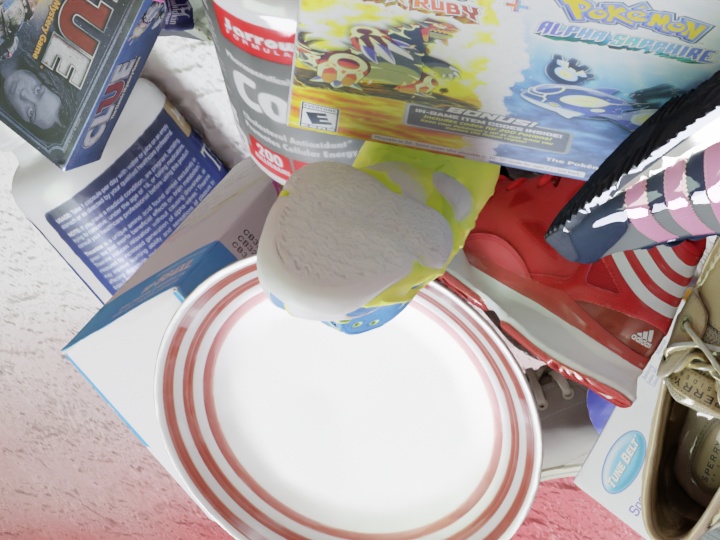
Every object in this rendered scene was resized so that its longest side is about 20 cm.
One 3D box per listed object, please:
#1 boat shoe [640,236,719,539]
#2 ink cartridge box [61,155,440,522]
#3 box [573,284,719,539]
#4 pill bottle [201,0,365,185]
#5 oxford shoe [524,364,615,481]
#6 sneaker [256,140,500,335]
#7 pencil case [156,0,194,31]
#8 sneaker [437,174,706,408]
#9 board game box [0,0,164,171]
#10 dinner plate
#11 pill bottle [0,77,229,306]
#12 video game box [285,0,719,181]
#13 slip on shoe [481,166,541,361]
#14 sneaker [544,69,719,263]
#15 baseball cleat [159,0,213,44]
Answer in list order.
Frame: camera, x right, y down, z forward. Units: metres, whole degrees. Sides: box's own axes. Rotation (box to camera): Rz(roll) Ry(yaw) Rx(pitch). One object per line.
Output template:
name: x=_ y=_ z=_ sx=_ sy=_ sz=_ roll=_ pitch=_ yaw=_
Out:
boat shoe: x=0.169 y=0.043 z=1.342 sx=0.072 sy=0.065 sz=0.201 roll=33 pitch=133 yaw=24
ink cartridge box: x=-0.034 y=0.011 z=1.602 sx=0.129 sy=0.200 sz=0.125 roll=48 pitch=143 yaw=-10
box: x=0.192 y=0.097 z=1.431 sx=0.200 sy=0.041 sz=0.120 roll=36 pitch=118 yaw=19
pill bottle: x=-0.017 y=-0.132 z=1.369 sx=0.114 sy=0.114 sz=0.200 roll=34 pitch=159 yaw=26
oxford shoe: x=0.093 y=0.073 z=1.531 sx=0.199 sy=0.075 sz=0.058 roll=-5 pitch=125 yaw=11
sneaker: x=0.000 y=0.000 z=1.319 sx=0.076 sy=0.200 sz=0.105 roll=35 pitch=121 yaw=11
pencil case: x=-0.157 y=-0.178 z=1.427 sx=0.199 sy=0.091 sz=0.093 roll=16 pitch=-171 yaw=30
sneaker: x=0.095 y=-0.026 z=1.401 sx=0.078 sy=0.116 sz=0.200 roll=30 pitch=-173 yaw=-45
board game box: x=-0.149 y=-0.170 z=1.496 sx=0.135 sy=0.035 sz=0.201 roll=37 pitch=119 yaw=18
dinner plate: x=-0.005 y=0.071 z=1.472 sx=0.199 sy=0.024 sz=0.201 roll=9 pitch=124 yaw=14
pill bottle: x=-0.138 y=-0.044 z=1.797 sx=0.200 sy=0.111 sz=0.111 roll=50 pitch=160 yaw=-16
video game box: x=0.072 y=-0.097 z=1.226 sx=0.199 sy=0.047 sz=0.182 roll=10 pitch=155 yaw=1
slip on shoe: x=0.050 y=-0.042 z=1.509 sx=0.200 sy=0.076 sz=0.061 roll=47 pitch=122 yaw=16
sneaker: x=0.146 y=-0.030 z=1.175 sx=0.082 sy=0.070 sz=0.200 roll=45 pitch=149 yaw=-7
baseball cleat: x=-0.091 y=-0.157 z=1.550 sx=0.199 sy=0.106 sz=0.070 roll=1 pitch=114 yaw=26
